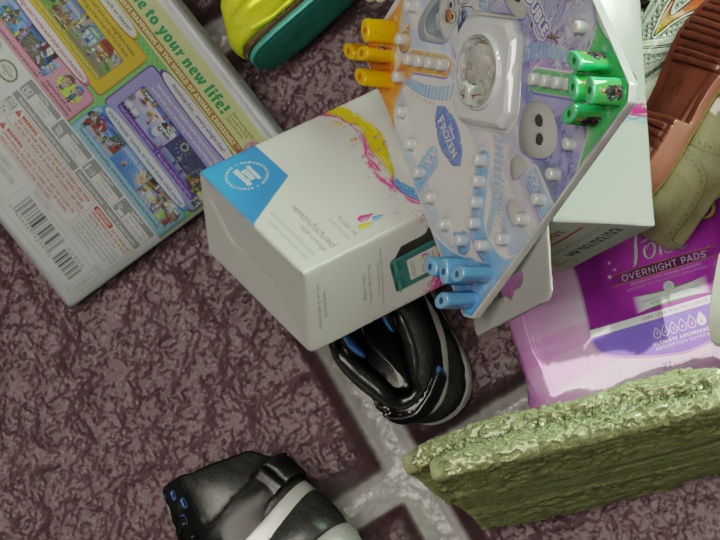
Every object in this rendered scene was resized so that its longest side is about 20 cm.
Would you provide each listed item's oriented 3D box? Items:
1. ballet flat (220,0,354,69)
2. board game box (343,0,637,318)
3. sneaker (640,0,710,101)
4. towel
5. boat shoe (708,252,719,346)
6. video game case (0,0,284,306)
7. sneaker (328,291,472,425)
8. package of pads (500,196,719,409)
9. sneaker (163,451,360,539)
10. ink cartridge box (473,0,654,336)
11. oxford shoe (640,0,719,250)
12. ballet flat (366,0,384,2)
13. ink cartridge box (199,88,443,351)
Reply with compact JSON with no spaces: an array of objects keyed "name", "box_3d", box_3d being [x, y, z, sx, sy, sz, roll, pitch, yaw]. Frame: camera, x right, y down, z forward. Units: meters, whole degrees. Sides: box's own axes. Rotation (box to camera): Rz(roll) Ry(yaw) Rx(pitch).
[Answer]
[{"name":"ballet flat","box_3d":[-0.005,-0.204,1.761,0.200,0.067,0.067,-32,64,12]},{"name":"board game box","box_3d":[0.064,-0.109,1.538,0.200,0.026,0.200,-56,43,44]},{"name":"sneaker","box_3d":[0.190,-0.158,1.686,0.200,0.078,0.082,-40,99,1]},{"name":"towel","box_3d":[0.136,0.105,1.651,0.200,0.148,0.037,-16,69,14]},{"name":"boat shoe","box_3d":[0.245,-0.048,1.577,0.060,0.072,0.202,15,106,25]},{"name":"video game case","box_3d":[-0.175,-0.106,1.779,0.182,0.022,0.200,-36,99,14]},{"name":"sneaker","box_3d":[0.000,0.000,1.714,0.073,0.112,0.200,-33,77,11]},{"name":"package of pads","box_3d":[0.182,0.018,1.680,0.200,0.076,0.121,-18,80,13]},{"name":"sneaker","box_3d":[-0.105,0.194,1.747,0.200,0.073,0.112,-40,73,1]},{"name":"ink cartridge box","box_3d":[0.108,-0.069,1.575,0.068,0.115,0.200,2,77,-20]},{"name":"oxford shoe","box_3d":[0.215,-0.102,1.630,0.075,0.070,0.200,41,89,-30]},{"name":"ballet flat","box_3d":[0.025,-0.190,1.642,0.067,0.200,0.070,25,108,36]},{"name":"ink cartridge box","box_3d":[0.020,-0.046,1.667,0.200,0.067,0.116,-27,47,-23]}]
